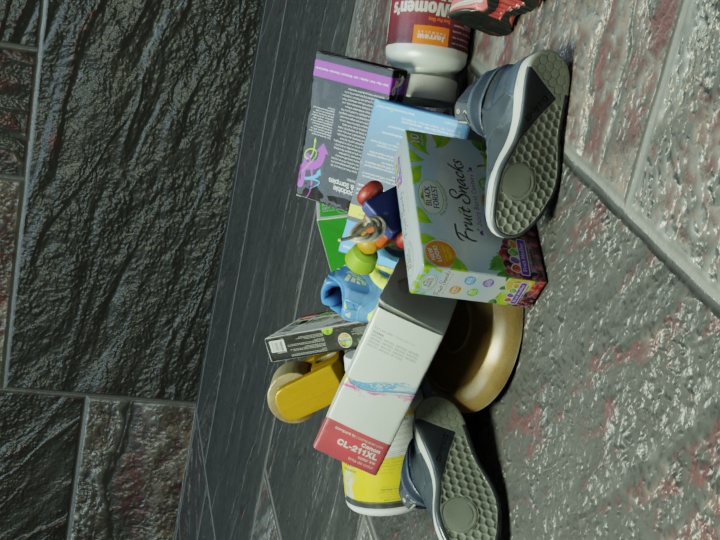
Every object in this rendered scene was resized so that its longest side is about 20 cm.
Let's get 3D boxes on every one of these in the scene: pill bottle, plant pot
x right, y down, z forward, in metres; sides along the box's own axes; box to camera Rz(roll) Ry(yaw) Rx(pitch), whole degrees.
[{"bbox_3d":[0.091,-0.320,1.691,0.110,0.109,0.200,-174,90,-76],"label":"pill bottle"},{"bbox_3d":[0.119,0.064,1.490,0.200,0.027,0.200,-29,56,56],"label":"plant pot"},{"bbox_3d":[0.028,0.202,1.636,0.112,0.112,0.200,-152,55,-74],"label":"pill bottle"}]

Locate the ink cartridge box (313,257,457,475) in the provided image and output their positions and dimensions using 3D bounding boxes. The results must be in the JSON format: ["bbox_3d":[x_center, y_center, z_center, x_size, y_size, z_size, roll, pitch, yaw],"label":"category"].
[{"bbox_3d":[0.032,0.107,1.458,0.146,0.083,0.200,-60,-5,-64],"label":"ink cartridge box"}]

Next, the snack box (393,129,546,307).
[{"bbox_3d":[0.117,-0.059,1.415,0.053,0.142,0.200,113,158,-47],"label":"snack box"}]

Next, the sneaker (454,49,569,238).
[{"bbox_3d":[0.154,-0.132,1.403,0.146,0.077,0.203,2,76,64],"label":"sneaker"}]

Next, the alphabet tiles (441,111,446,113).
[{"bbox_3d":[0.099,-0.115,1.782,0.200,0.006,0.167,123,150,-60],"label":"alphabet tiles"}]

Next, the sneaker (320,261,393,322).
[{"bbox_3d":[0.000,0.000,1.632,0.200,0.105,0.076,-103,20,-58],"label":"sneaker"}]

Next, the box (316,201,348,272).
[{"bbox_3d":[-0.009,-0.090,1.874,0.200,0.097,0.177,76,-171,-54],"label":"box"}]

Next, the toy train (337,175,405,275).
[{"bbox_3d":[0.014,-0.037,1.467,0.085,0.200,0.116,48,135,14],"label":"toy train"}]

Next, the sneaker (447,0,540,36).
[{"bbox_3d":[0.169,-0.338,1.516,0.200,0.074,0.087,-12,59,71],"label":"sneaker"}]

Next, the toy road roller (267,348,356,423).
[{"bbox_3d":[-0.014,0.174,1.745,0.123,0.200,0.146,-84,-29,-81],"label":"toy road roller"}]

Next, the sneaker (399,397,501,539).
[{"bbox_3d":[0.100,0.267,1.462,0.146,0.077,0.202,102,159,-53],"label":"sneaker"}]

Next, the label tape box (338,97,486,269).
[{"bbox_3d":[0.067,-0.101,1.598,0.144,0.063,0.200,19,100,33],"label":"label tape box"}]

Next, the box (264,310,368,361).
[{"bbox_3d":[-0.016,0.076,1.716,0.110,0.200,0.035,-29,-74,-58],"label":"box"}]

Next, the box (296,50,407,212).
[{"bbox_3d":[-0.014,-0.179,1.700,0.143,0.036,0.200,22,108,39],"label":"box"}]

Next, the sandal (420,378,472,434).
[{"bbox_3d":[0.105,0.128,1.592,0.075,0.048,0.201,115,145,-48],"label":"sandal"}]
